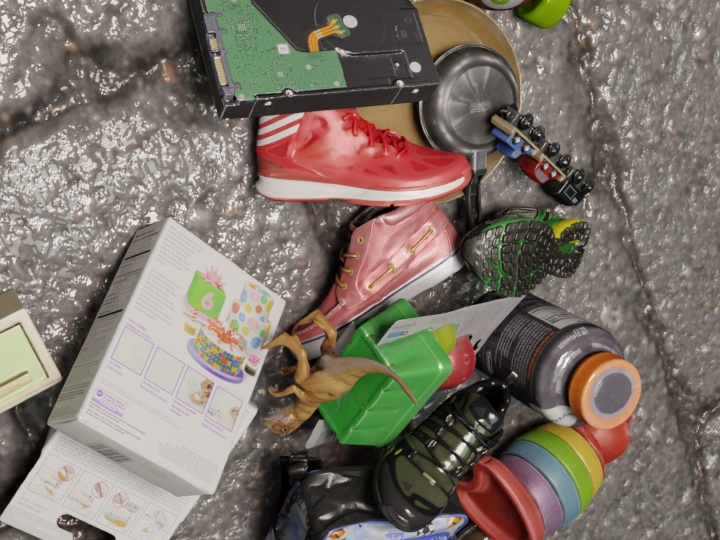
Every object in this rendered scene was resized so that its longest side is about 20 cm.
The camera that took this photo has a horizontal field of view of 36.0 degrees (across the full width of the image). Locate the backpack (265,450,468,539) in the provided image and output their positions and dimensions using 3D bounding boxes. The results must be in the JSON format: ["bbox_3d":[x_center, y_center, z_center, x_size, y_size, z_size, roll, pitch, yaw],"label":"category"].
[{"bbox_3d":[-0.001,0.273,1.090,0.199,0.155,0.191,4,144,-25],"label":"backpack"}]

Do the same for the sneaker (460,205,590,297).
[{"bbox_3d":[0.151,-0.024,1.103,0.200,0.085,0.078,-5,112,-56],"label":"sneaker"}]

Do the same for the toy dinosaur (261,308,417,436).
[{"bbox_3d":[-0.024,0.089,0.984,0.060,0.200,0.106,-36,93,-42],"label":"toy dinosaur"}]

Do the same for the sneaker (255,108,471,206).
[{"bbox_3d":[0.002,-0.123,1.004,0.199,0.078,0.116,-3,111,-4],"label":"sneaker"}]

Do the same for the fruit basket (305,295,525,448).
[{"bbox_3d":[0.051,0.089,1.073,0.200,0.094,0.185,-18,151,-48],"label":"fruit basket"}]

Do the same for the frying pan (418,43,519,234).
[{"bbox_3d":[0.100,-0.126,1.084,0.115,0.031,0.191,13,95,-28],"label":"frying pan"}]

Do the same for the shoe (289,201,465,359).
[{"bbox_3d":[0.000,0.000,1.070,0.200,0.071,0.091,-32,106,1],"label":"shoe"}]

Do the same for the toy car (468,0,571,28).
[{"bbox_3d":[0.175,-0.309,0.997,0.164,0.200,0.158,22,94,-29],"label":"toy car"}]

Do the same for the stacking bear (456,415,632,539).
[{"bbox_3d":[0.218,0.211,1.223,0.200,0.122,0.114,-33,76,-28],"label":"stacking bear"}]

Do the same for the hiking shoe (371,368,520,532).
[{"bbox_3d":[0.081,0.157,1.025,0.076,0.200,0.101,39,129,4],"label":"hiking shoe"}]

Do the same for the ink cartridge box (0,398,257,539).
[{"bbox_3d":[-0.216,0.168,1.031,0.162,0.057,0.200,35,92,-30],"label":"ink cartridge box"}]

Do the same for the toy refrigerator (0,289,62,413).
[{"bbox_3d":[-0.360,0.101,0.926,0.200,0.070,0.076,-28,115,-17],"label":"toy refrigerator"}]

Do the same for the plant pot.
[{"bbox_3d":[0.068,-0.165,1.086,0.199,0.027,0.201,-7,108,-24],"label":"plant pot"}]

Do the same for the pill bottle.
[{"bbox_3d":[0.194,0.092,1.122,0.106,0.200,0.107,-7,108,-24],"label":"pill bottle"}]

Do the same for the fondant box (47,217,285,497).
[{"bbox_3d":[-0.163,0.077,0.972,0.144,0.058,0.201,38,57,-30],"label":"fondant box"}]

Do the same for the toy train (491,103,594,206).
[{"bbox_3d":[0.183,-0.112,1.120,0.046,0.034,0.200,-52,142,5],"label":"toy train"}]

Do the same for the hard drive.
[{"bbox_3d":[-0.042,-0.207,0.971,0.199,0.038,0.140,-9,72,-23],"label":"hard drive"}]

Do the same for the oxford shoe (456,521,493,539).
[{"bbox_3d":[0.121,0.354,1.230,0.200,0.084,0.073,-50,117,-8],"label":"oxford shoe"}]
